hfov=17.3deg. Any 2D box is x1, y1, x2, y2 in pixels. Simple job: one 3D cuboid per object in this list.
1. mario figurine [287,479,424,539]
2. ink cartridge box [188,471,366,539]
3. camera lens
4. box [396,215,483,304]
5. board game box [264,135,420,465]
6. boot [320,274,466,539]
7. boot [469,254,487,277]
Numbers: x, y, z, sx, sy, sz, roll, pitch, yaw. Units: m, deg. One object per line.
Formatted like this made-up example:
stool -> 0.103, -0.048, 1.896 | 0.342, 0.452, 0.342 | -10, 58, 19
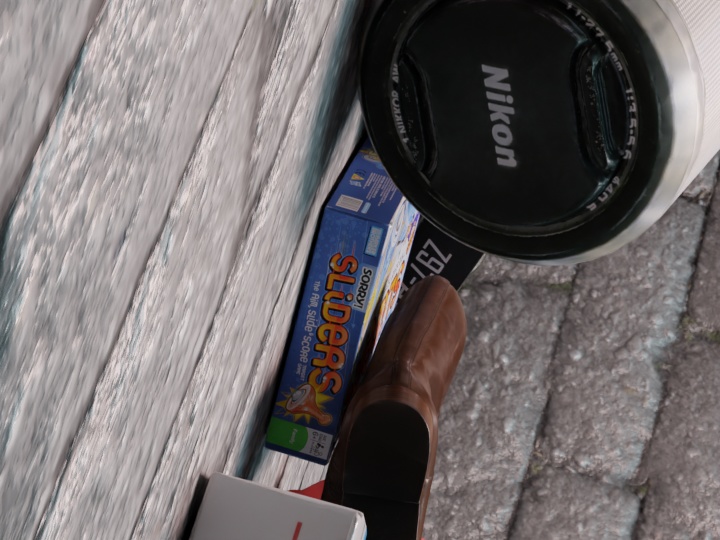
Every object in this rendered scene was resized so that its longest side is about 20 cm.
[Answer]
mario figurine -> -0.016, 0.210, 1.354 | 0.123, 0.106, 0.200 | 19, -96, 60
ink cartridge box -> -0.045, 0.150, 1.001 | 0.200, 0.067, 0.116 | 85, 22, -81
camera lens -> 0.102, -0.105, 1.094 | 0.200, 0.160, 0.160 | -42, 152, -54
box -> 0.050, -0.022, 1.464 | 0.160, 0.044, 0.200 | -56, -178, 18
board game box -> 0.000, 0.000, 1.245 | 0.200, 0.034, 0.135 | -63, 169, -67
boot -> 0.010, 0.111, 1.208 | 0.200, 0.064, 0.187 | -76, -176, -72
boot -> 0.070, -0.103, 1.694 | 0.131, 0.068, 0.200 | 76, 23, -73
